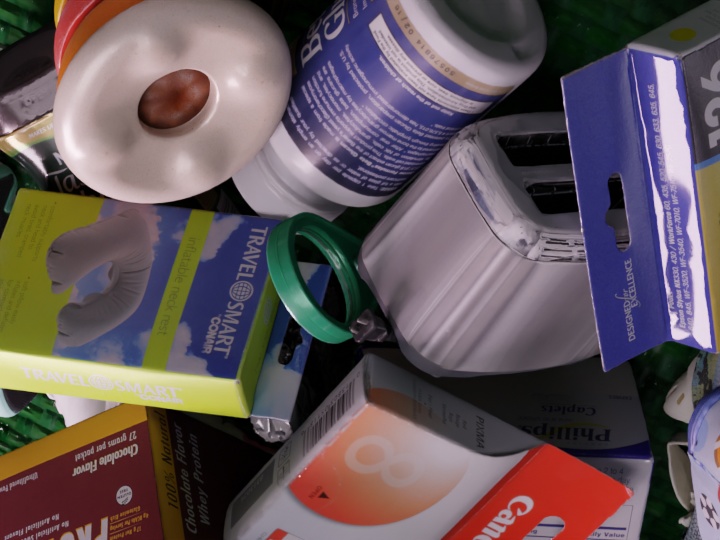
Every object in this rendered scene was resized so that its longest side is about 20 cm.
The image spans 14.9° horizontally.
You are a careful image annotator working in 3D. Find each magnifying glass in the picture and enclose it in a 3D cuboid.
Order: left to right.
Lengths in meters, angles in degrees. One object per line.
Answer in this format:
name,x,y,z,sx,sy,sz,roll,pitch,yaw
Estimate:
magnifying glass,0.000,0.000,1.671,0.022,0.200,0.080,-29,82,27

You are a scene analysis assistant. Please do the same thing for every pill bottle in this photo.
pill bottle,0.009,-0.108,1.640,0.111,0.111,0.200,42,128,-10

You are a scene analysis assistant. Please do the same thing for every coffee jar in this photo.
coffee jar,-0.158,-0.066,1.748,0.104,0.085,0.201,-27,111,17

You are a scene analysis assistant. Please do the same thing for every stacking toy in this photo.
stacking toy,-0.138,-0.150,1.632,0.145,0.200,0.147,-16,136,-17

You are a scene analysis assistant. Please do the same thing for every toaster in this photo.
toaster,0.092,-0.018,1.614,0.129,0.199,0.114,-53,54,38

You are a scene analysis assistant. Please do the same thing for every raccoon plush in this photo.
raccoon plush,-0.086,0.057,1.746,0.133,0.200,0.098,-4,92,13

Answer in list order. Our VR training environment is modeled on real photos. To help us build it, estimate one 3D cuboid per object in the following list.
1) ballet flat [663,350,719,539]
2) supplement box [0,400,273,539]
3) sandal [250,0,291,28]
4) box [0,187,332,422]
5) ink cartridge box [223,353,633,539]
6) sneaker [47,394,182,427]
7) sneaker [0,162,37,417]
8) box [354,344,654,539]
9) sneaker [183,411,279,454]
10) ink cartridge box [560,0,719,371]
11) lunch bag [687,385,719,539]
ballet flat,0.223,0.104,1.735,0.074,0.074,0.201,6,122,18
supplement box,-0.117,0.213,1.714,0.132,0.199,0.200,-23,151,24
sandal,-0.040,-0.211,1.621,0.082,0.054,0.201,41,135,21
box,-0.127,0.021,1.662,0.198,0.123,0.048,7,146,14
ink cartridge box,0.041,0.152,1.662,0.199,0.050,0.162,29,127,-18
sneaker,-0.172,0.083,1.855,0.087,0.074,0.202,-3,93,40
sneaker,-0.296,0.001,1.863,0.139,0.078,0.201,8,115,28
box,0.081,0.158,1.772,0.182,0.105,0.201,3,127,-5
sneaker,-0.093,0.157,1.881,0.198,0.088,0.082,11,127,15
ink cartridge box,0.214,-0.058,1.550,0.047,0.199,0.199,30,141,47
lunch bag,0.289,0.142,1.694,0.159,0.076,0.201,-24,123,-14
